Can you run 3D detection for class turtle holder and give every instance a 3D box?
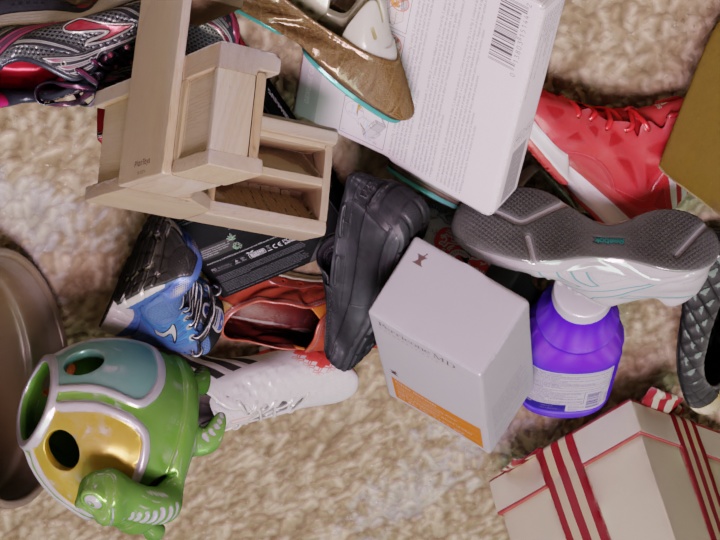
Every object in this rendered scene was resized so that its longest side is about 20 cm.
[{"bbox_3d":[-0.191,0.136,1.718,0.131,0.187,0.141,22,139,-23],"label":"turtle holder"}]

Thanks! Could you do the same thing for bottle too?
[{"bbox_3d":[0.170,0.056,1.826,0.083,0.066,0.200,1,155,1],"label":"bottle"}]

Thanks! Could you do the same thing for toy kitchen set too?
[{"bbox_3d":[-0.065,-0.124,1.536,0.179,0.165,0.200,10,170,-29],"label":"toy kitchen set"}]

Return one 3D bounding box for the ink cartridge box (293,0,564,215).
[{"bbox_3d":[0.047,-0.159,1.627,0.175,0.045,0.201,29,137,17],"label":"ink cartridge box"}]

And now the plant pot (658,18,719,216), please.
[{"bbox_3d":[0.356,-0.127,1.612,0.193,0.196,0.201,7,107,-19],"label":"plant pot"}]

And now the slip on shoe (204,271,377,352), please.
[{"bbox_3d":[-0.031,0.040,1.826,0.198,0.061,0.074,9,132,-16],"label":"slip on shoe"}]

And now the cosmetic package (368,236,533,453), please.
[{"bbox_3d":[0.072,0.061,1.723,0.101,0.071,0.200,30,164,16],"label":"cosmetic package"}]

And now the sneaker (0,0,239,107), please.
[{"bbox_3d":[-0.183,-0.152,1.605,0.198,0.075,0.081,-9,136,1],"label":"sneaker"}]

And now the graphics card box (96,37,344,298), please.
[{"bbox_3d":[-0.098,-0.075,1.710,0.125,0.051,0.200,-23,132,15],"label":"graphics card box"}]

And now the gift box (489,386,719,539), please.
[{"bbox_3d":[0.231,0.213,1.942,0.184,0.188,0.200,-31,146,25],"label":"gift box"}]

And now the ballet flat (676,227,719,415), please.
[{"bbox_3d":[0.293,0.049,1.869,0.056,0.067,0.201,11,136,19],"label":"ballet flat"}]

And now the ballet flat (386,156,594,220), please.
[{"bbox_3d":[0.106,-0.063,1.752,0.199,0.067,0.064,29,98,-32],"label":"ballet flat"}]

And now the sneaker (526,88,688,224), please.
[{"bbox_3d":[0.184,-0.115,1.711,0.115,0.078,0.200,-42,126,7],"label":"sneaker"}]

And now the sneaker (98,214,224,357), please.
[{"bbox_3d":[-0.140,0.016,1.728,0.089,0.079,0.200,22,164,-7],"label":"sneaker"}]

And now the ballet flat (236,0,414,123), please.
[{"bbox_3d":[-0.029,-0.183,1.581,0.199,0.068,0.072,35,113,-9],"label":"ballet flat"}]

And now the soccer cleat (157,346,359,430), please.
[{"bbox_3d":[-0.098,0.102,1.862,0.198,0.086,0.069,5,134,-12],"label":"soccer cleat"}]

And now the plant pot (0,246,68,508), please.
[{"bbox_3d":[-0.346,0.087,1.761,0.172,0.201,0.201,-3,138,19],"label":"plant pot"}]

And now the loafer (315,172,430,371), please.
[{"bbox_3d":[0.000,0.000,1.727,0.070,0.068,0.201,34,142,14],"label":"loafer"}]

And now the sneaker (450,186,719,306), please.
[{"bbox_3d":[0.164,-0.008,1.697,0.199,0.071,0.080,10,147,4],"label":"sneaker"}]

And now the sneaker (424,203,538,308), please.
[{"bbox_3d":[0.081,0.009,1.813,0.108,0.067,0.202,32,168,13],"label":"sneaker"}]
